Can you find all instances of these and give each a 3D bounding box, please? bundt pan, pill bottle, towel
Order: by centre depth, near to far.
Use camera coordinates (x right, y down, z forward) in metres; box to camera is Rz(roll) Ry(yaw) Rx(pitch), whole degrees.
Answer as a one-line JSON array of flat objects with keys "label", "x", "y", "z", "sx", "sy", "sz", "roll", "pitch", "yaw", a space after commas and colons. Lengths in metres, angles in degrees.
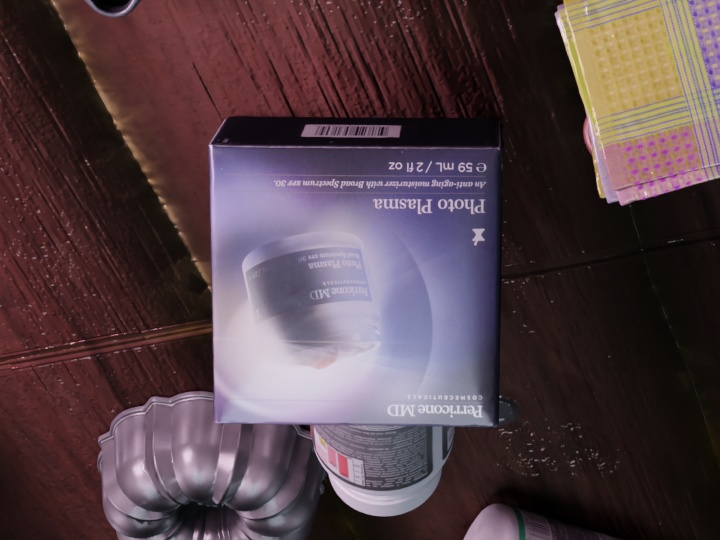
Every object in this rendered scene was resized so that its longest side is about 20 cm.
[{"label": "towel", "x": 0.233, "y": -0.134, "z": 1.398, "sx": 0.200, "sy": 0.144, "sz": 0.023, "roll": -16, "pitch": 180, "yaw": 19}, {"label": "pill bottle", "x": 0.016, "y": 0.105, "z": 1.665, "sx": 0.116, "sy": 0.116, "sz": 0.200, "roll": 1, "pitch": 146, "yaw": 3}, {"label": "bundt pan", "x": -0.129, "y": 0.192, "z": 1.810, "sx": 0.202, "sy": 0.076, "sz": 0.202, "roll": 2, "pitch": 138, "yaw": 2}, {"label": "pill bottle", "x": 0.190, "y": 0.282, "z": 1.864, "sx": 0.200, "sy": 0.113, "sz": 0.113, "roll": 19, "pitch": 136, "yaw": -16}]

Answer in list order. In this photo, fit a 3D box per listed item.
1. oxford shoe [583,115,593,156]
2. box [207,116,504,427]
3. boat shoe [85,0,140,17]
[{"label": "oxford shoe", "x": 0.250, "y": -0.127, "z": 1.449, "sx": 0.200, "sy": 0.071, "sz": 0.075, "roll": -24, "pitch": 163, "yaw": 21}, {"label": "box", "x": 0.000, "y": 0.000, "z": 1.483, "sx": 0.200, "sy": 0.123, "sz": 0.199, "roll": 0, "pitch": 104, "yaw": 3}, {"label": "boat shoe", "x": -0.170, "y": -0.241, "z": 1.331, "sx": 0.074, "sy": 0.062, "sz": 0.200, "roll": -4, "pitch": 137, "yaw": 10}]
